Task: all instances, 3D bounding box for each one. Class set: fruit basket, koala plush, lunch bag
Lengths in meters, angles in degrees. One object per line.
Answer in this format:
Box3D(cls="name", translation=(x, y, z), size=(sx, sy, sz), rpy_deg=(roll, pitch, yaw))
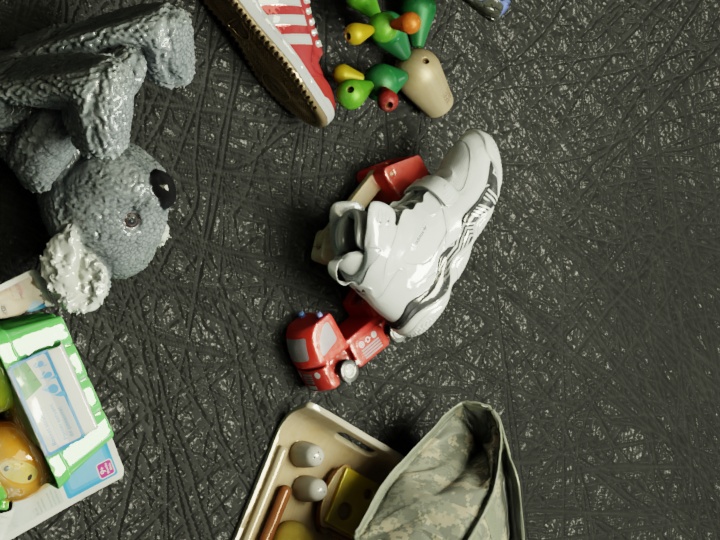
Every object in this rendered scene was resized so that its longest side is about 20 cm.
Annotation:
Box3D(cls="fruit basket", translation=(-0.295, 0.123, 1.272), size=(0.199, 0.094, 0.186), rpy_deg=(-28, 104, -29))
Box3D(cls="koala plush", translation=(-0.212, -0.081, 1.305), size=(0.178, 0.183, 0.201), rpy_deg=(-61, 139, -57))
Box3D(cls="lunch bag", translation=(0.084, 0.234, 1.480), size=(0.200, 0.117, 0.165), rpy_deg=(-56, 149, -44))

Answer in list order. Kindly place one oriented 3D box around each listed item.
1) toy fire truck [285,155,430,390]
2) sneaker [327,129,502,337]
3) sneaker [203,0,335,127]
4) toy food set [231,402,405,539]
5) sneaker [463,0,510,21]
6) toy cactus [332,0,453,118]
Box3D(cls="toy fire truck", translation=(0.000, 0.000, 1.511), size=(0.200, 0.049, 0.142), rpy_deg=(-37, 108, -30))
Box3D(cls="sneaker", translation=(0.046, -0.052, 1.468), size=(0.115, 0.075, 0.201), rpy_deg=(32, 74, -31))
Box3D(cls="sneaker", translation=(-0.061, -0.231, 1.462), size=(0.112, 0.071, 0.200), rpy_deg=(-45, 111, -24))
Box3D(cls="toy food set", translation=(-0.032, 0.236, 1.473), size=(0.143, 0.060, 0.201), rpy_deg=(32, 71, -30))
Box3D(cls="sneaker", translation=(0.105, -0.307, 1.521), size=(0.075, 0.078, 0.201), rpy_deg=(28, 37, -37))
Box3D(cls="toy cactus", translation=(0.044, -0.209, 1.525), size=(0.165, 0.102, 0.201), rpy_deg=(51, 41, -40))
